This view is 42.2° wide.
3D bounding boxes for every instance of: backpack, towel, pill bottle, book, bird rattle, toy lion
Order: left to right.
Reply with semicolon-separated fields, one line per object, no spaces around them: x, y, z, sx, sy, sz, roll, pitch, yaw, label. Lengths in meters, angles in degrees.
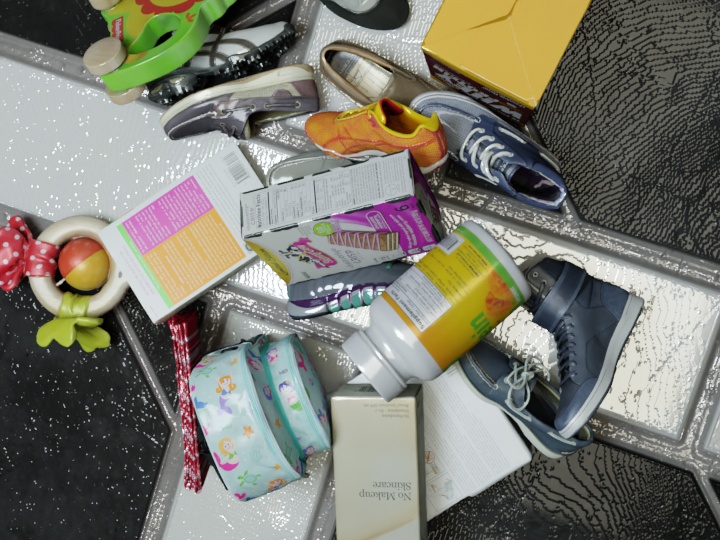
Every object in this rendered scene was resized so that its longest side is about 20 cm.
-0.366;0.003;1.168;0.162;0.113;0.201;-37;78;-6;bird rattle
-0.221;-0.305;1.084;0.190;0.069;0.202;-19;50;10;toy lion
-0.202;0.150;1.113;0.022;0.145;0.203;-5;92;-4;towel
-0.200;-0.046;1.133;0.199;0.048;0.134;-34;88;-5;book
-0.114;0.165;1.074;0.149;0.200;0.179;-22;90;8;backpack
0.080;0.049;1.025;0.200;0.111;0.111;-40;88;-2;pill bottle

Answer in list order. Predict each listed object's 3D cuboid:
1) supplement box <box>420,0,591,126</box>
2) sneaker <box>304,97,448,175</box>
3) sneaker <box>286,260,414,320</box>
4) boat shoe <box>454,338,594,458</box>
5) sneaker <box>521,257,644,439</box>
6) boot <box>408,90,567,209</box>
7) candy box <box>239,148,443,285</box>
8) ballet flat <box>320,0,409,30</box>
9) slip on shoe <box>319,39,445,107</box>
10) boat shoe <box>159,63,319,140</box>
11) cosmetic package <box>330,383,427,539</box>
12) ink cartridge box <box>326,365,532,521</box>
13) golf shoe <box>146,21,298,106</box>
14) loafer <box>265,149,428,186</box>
0.171;-0.282;1.008;0.132;0.200;0.199;28;97;5;supplement box
0.016;-0.167;1.066;0.198;0.073;0.078;13;133;35;sneaker
0.000;0.000;1.115;0.197;0.074;0.089;-12;87;9;sneaker
0.187;0.140;1.080;0.200;0.075;0.062;47;142;-5;boat shoe
0.222;0.078;1.055;0.145;0.077;0.203;30;58;3;sneaker
0.145;-0.138;1.053;0.198;0.091;0.073;23;111;-8;boot
-0.019;-0.054;1.039;0.198;0.136;0.062;-13;63;15;candy box
-0.034;-0.346;1.098;0.199;0.068;0.069;30;96;4;ballet flat
0.038;-0.209;1.101;0.199;0.061;0.076;36;97;4;slip on shoe
-0.144;-0.190;1.122;0.198;0.072;0.066;-18;84;2;boat shoe
0.023;0.237;1.088;0.102;0.073;0.203;-2;95;11;cosmetic package
0.084;0.184;1.129;0.173;0.044;0.201;-34;89;13;ink cartridge box
-0.176;-0.272;1.118;0.198;0.078;0.096;-20;91;7;golf shoe
-0.019;-0.110;1.109;0.197;0.070;0.071;-3;97;8;loafer
